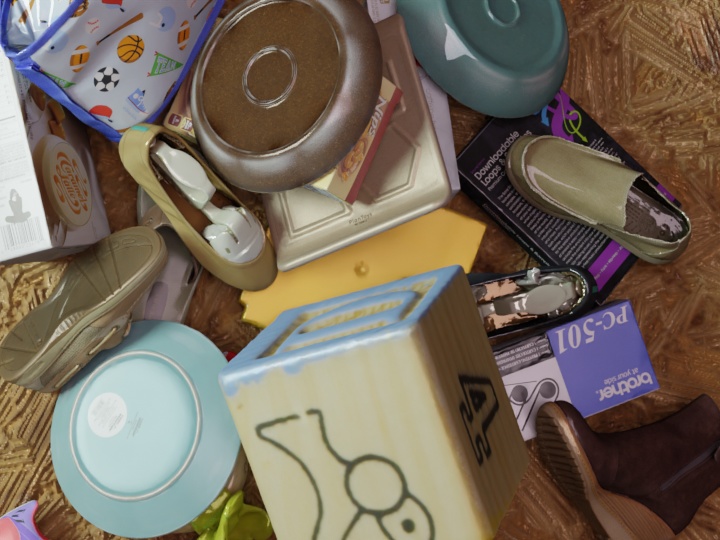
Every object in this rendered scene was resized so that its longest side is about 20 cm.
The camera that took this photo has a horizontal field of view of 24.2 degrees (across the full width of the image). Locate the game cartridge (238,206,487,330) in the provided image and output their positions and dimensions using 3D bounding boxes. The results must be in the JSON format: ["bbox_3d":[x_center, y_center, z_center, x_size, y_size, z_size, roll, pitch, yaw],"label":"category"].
[{"bbox_3d":[0.000,0.000,1.610,0.200,0.032,0.177,22,83,-5],"label":"game cartridge"}]

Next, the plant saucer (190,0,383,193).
[{"bbox_3d":[-0.074,-0.169,1.492,0.200,0.032,0.201,-8,72,26],"label":"plant saucer"}]

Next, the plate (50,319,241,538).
[{"bbox_3d":[-0.200,0.141,1.517,0.200,0.026,0.200,-5,77,22],"label":"plate"}]

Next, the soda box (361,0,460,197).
[{"bbox_3d":[0.043,-0.161,1.594,0.068,0.064,0.200,-5,79,-12],"label":"soda box"}]

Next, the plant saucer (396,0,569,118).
[{"bbox_3d":[0.127,-0.243,1.597,0.200,0.036,0.200,13,64,-27],"label":"plant saucer"}]

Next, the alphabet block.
[{"bbox_3d":[0.017,0.131,1.475,0.195,0.196,0.200,-15,101,21],"label":"alphabet block"}]

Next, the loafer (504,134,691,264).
[{"bbox_3d":[0.232,-0.075,1.586,0.200,0.067,0.076,25,72,-10],"label":"loafer"}]

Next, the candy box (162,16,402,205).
[{"bbox_3d":[-0.073,-0.148,1.536,0.200,0.055,0.116,23,88,32],"label":"candy box"}]

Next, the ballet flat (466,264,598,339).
[{"bbox_3d":[0.124,0.033,1.562,0.200,0.073,0.073,-12,88,0],"label":"ballet flat"}]

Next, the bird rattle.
[{"bbox_3d":[-0.151,0.171,1.542,0.163,0.113,0.200,3,83,7],"label":"bird rattle"}]

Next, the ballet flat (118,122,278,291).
[{"bbox_3d":[-0.140,-0.054,1.521,0.200,0.063,0.069,45,67,-20],"label":"ballet flat"}]

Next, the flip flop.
[{"bbox_3d":[-0.181,-0.021,1.566,0.081,0.058,0.200,14,85,-6],"label":"flip flop"}]

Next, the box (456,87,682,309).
[{"bbox_3d":[0.197,-0.080,1.632,0.200,0.036,0.143,44,70,-5],"label":"box"}]

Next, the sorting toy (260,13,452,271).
[{"bbox_3d":[-0.015,-0.116,1.552,0.185,0.036,0.200,-22,69,23],"label":"sorting toy"}]

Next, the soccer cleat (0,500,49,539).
[{"bbox_3d":[-0.263,0.301,1.530,0.073,0.068,0.200,-42,91,-13],"label":"soccer cleat"}]

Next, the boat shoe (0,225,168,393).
[{"bbox_3d":[-0.242,0.036,1.524,0.200,0.065,0.071,-39,48,17],"label":"boat shoe"}]

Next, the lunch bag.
[{"bbox_3d":[-0.226,-0.236,1.503,0.124,0.170,0.200,13,75,34],"label":"lunch bag"}]

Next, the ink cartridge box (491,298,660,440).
[{"bbox_3d":[0.179,0.105,1.623,0.200,0.044,0.094,-19,91,-10],"label":"ink cartridge box"}]

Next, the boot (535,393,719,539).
[{"bbox_3d":[0.268,0.166,1.611,0.166,0.072,0.200,-38,111,-17],"label":"boot"}]

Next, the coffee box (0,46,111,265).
[{"bbox_3d":[-0.304,-0.111,1.516,0.080,0.114,0.200,-14,88,19],"label":"coffee box"}]
